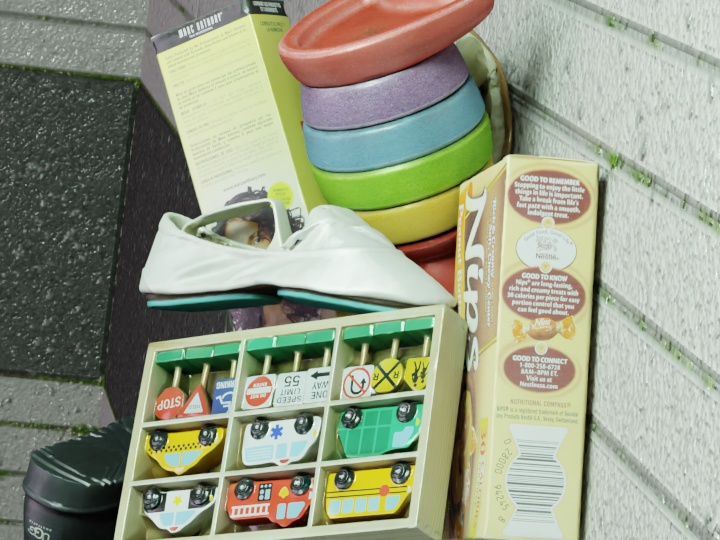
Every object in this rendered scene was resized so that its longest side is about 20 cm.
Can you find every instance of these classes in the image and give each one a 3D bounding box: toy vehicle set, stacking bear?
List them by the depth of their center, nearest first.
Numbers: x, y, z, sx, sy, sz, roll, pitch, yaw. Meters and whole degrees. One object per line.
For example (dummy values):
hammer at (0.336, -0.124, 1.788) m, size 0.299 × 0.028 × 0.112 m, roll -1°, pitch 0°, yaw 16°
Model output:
toy vehicle set at (-0.039, 0.091, 1.523) m, size 0.199 × 0.026 × 0.125 m, roll -9°, pitch 62°, yaw 33°
stacking bear at (0.032, -0.052, 1.616) m, size 0.121 × 0.113 × 0.201 m, roll 6°, pitch 120°, yaw 49°

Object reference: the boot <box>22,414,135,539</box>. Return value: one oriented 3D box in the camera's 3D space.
boot at (-0.151, 0.177, 1.673) m, size 0.198 × 0.073 × 0.163 m, roll -11°, pitch -58°, yaw -56°

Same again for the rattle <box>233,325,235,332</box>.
rattle at (0.000, 0.000, 1.723) m, size 0.130 × 0.142 × 0.201 m, roll -24°, pitch 70°, yaw 60°

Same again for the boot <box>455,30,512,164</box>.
boot at (0.043, -0.122, 1.775) m, size 0.200 × 0.066 × 0.176 m, roll 140°, pitch 119°, yaw -76°

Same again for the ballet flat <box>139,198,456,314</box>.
ballet flat at (-0.038, -0.008, 1.575) m, size 0.069 × 0.199 × 0.070 m, roll -5°, pitch -84°, yaw -59°

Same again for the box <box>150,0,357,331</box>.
box at (-0.056, -0.053, 1.644) m, size 0.050 × 0.075 × 0.201 m, roll -4°, pitch -105°, yaw -60°

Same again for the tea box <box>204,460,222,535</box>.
tea box at (-0.016, 0.206, 1.616) m, size 0.197 × 0.133 × 0.201 m, roll 83°, pitch -174°, yaw -62°

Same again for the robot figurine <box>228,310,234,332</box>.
robot figurine at (-0.018, -0.001, 1.785) m, size 0.058 × 0.144 × 0.201 m, roll -63°, pitch -38°, yaw -58°

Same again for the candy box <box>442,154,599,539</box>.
candy box at (0.083, 0.046, 1.508) m, size 0.115 × 0.055 × 0.201 m, roll 152°, pitch 124°, yaw -78°
